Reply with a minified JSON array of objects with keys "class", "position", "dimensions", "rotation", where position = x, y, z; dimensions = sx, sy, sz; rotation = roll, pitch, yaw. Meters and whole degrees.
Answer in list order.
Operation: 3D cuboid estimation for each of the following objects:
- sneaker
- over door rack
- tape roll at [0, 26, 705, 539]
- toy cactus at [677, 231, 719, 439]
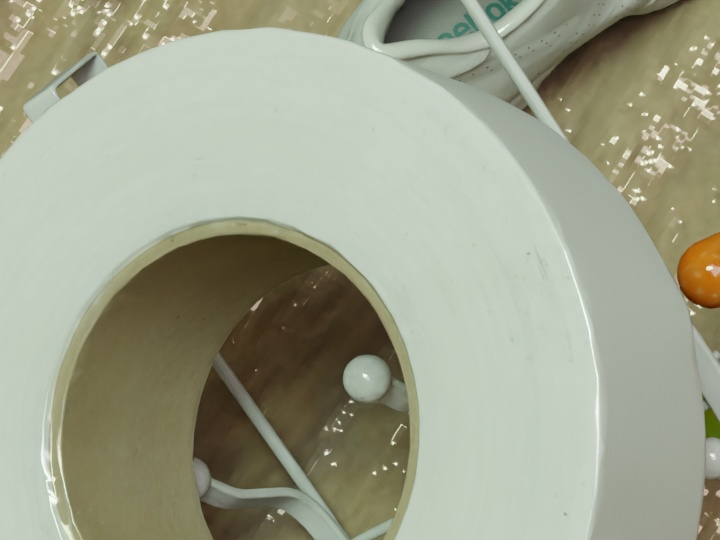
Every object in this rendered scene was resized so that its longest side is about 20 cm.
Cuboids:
[{"class":"sneaker","position":[0.071,-0.112,0.850],"dimensions":[0.075,0.089,0.200],"rotation":[42,77,11]},{"class":"over door rack","position":[0.000,0.000,0.780],"dimensions":[0.148,0.067,0.200],"rotation":[-30,88,28]},{"class":"tape roll","position":[-0.018,0.044,0.707],"dimensions":[0.202,0.071,0.203],"rotation":[-3,83,27]},{"class":"toy cactus","position":[0.168,0.002,0.832],"dimensions":[0.165,0.102,0.200],"rotation":[44,75,-9]}]
